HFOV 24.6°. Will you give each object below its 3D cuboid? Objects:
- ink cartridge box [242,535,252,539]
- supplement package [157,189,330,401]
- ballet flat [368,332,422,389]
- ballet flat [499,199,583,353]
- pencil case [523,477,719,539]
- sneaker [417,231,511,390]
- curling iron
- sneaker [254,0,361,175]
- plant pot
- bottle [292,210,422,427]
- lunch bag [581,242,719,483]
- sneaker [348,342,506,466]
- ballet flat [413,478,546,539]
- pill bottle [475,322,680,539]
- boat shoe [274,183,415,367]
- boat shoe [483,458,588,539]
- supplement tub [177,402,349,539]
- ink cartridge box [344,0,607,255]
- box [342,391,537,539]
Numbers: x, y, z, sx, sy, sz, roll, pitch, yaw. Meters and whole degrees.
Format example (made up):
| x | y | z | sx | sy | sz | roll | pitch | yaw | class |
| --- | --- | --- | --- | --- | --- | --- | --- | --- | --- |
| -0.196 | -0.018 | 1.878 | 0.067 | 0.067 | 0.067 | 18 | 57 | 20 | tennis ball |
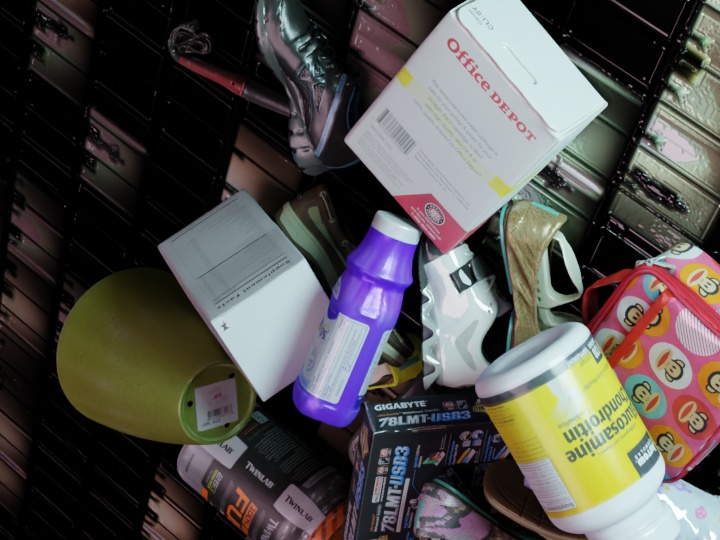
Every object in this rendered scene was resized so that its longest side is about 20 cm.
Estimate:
| x | y | z | sx | sy | sz | roll | pitch | yaw | class |
| --- | --- | --- | --- | --- | --- | --- | --- | --- | --- |
| -0.114 | 0.373 | 1.906 | 0.116 | 0.200 | 0.067 | 43 | 139 | 13 | ink cartridge box |
| -0.107 | 0.022 | 1.649 | 0.110 | 0.114 | 0.200 | 59 | 174 | -31 | supplement package |
| -0.013 | 0.100 | 1.727 | 0.200 | 0.067 | 0.067 | -10 | 110 | 47 | ballet flat |
| 0.169 | 0.027 | 1.520 | 0.072 | 0.068 | 0.200 | 6 | 118 | 19 | ballet flat |
| 0.250 | 0.208 | 1.513 | 0.200 | 0.091 | 0.083 | 31 | 179 | 9 | pencil case |
| 0.098 | 0.012 | 1.567 | 0.088 | 0.074 | 0.200 | -3 | 99 | 7 | sneaker |
| -0.119 | -0.193 | 1.659 | 0.200 | 0.026 | 0.050 | 34 | 138 | 21 | curling iron |
| -0.040 | -0.192 | 1.568 | 0.082 | 0.073 | 0.200 | -10 | 113 | 23 | sneaker |
| -0.201 | 0.112 | 1.784 | 0.200 | 0.187 | 0.187 | 24 | 133 | 52 | plant pot |
| -0.001 | 0.044 | 1.537 | 0.065 | 0.084 | 0.200 | 21 | 103 | -7 | bottle |
| 0.265 | 0.072 | 1.442 | 0.176 | 0.082 | 0.200 | 47 | 140 | 16 | lunch bag |
| 0.083 | 0.130 | 1.662 | 0.199 | 0.114 | 0.076 | -41 | 86 | 21 | sneaker |
| 0.122 | 0.266 | 1.592 | 0.200 | 0.071 | 0.069 | 31 | 174 | -35 | ballet flat |
| 0.192 | 0.154 | 1.420 | 0.112 | 0.112 | 0.200 | -25 | 98 | 49 | pill bottle |
| -0.001 | -0.001 | 1.638 | 0.075 | 0.075 | 0.202 | -38 | 80 | 7 | boat shoe |
| 0.206 | 0.241 | 1.577 | 0.200 | 0.074 | 0.066 | 22 | 145 | 1 | boat shoe |
| -0.099 | 0.243 | 1.863 | 0.200 | 0.123 | 0.123 | 38 | 137 | 19 | supplement tub |
| 0.099 | -0.131 | 1.452 | 0.145 | 0.083 | 0.200 | 50 | 139 | 5 | ink cartridge box |
| 0.091 | 0.204 | 1.614 | 0.050 | 0.198 | 0.200 | -107 | 19 | -48 | box |
